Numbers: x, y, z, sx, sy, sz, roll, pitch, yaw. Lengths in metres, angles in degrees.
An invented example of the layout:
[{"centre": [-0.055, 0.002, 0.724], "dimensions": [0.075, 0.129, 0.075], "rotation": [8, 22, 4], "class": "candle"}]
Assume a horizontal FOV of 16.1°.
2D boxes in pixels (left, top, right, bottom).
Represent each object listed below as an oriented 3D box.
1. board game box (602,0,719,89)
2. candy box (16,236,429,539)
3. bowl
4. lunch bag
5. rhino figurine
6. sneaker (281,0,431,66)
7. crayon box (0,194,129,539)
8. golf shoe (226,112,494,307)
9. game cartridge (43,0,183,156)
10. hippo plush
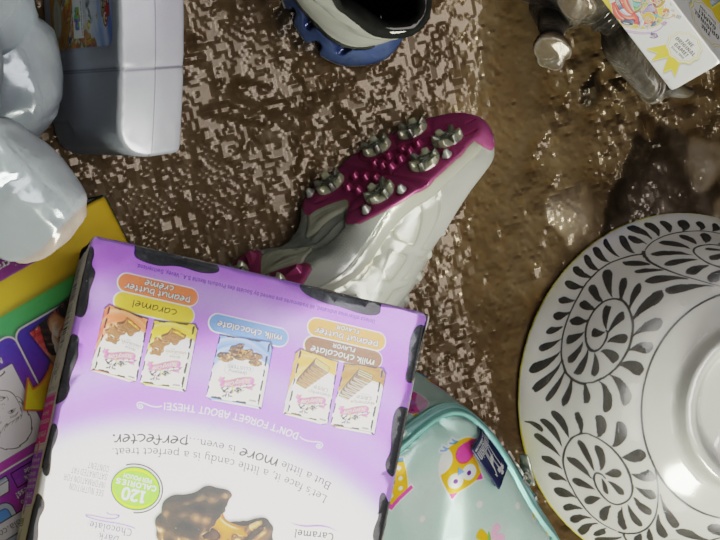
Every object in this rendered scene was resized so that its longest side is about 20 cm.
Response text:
[{"centre": [0.132, -0.210, 1.338], "dimensions": [0.200, 0.034, 0.135], "rotation": [50, 36, -17], "class": "board game box"}, {"centre": [-0.072, 0.102, 1.209], "dimensions": [0.166, 0.072, 0.202], "rotation": [14, 81, -11], "class": "candy box"}, {"centre": [0.194, 0.070, 1.390], "dimensions": [0.199, 0.094, 0.203], "rotation": [-1, 93, -20], "class": "bowl"}, {"centre": [0.010, 0.163, 1.322], "dimensions": [0.200, 0.077, 0.161], "rotation": [-41, 119, -13], "class": "lunch bag"}, {"centre": [0.108, -0.153, 1.352], "dimensions": [0.199, 0.088, 0.060], "rotation": [35, 125, -20], "class": "rhino figurine"}, {"centre": [-0.027, -0.187, 1.277], "dimensions": [0.199, 0.115, 0.081], "rotation": [46, 77, -17], "class": "sneaker"}, {"centre": [-0.177, 0.086, 1.250], "dimensions": [0.199, 0.058, 0.174], "rotation": [-30, 101, -24], "class": "crayon box"}, {"centre": [0.000, 0.000, 1.331], "dimensions": [0.200, 0.075, 0.092], "rotation": [-41, 121, -12], "class": "golf shoe"}, {"centre": [-0.122, -0.156, 1.232], "dimensions": [0.041, 0.133, 0.202], "rotation": [-4, 94, -18], "class": "game cartridge"}, {"centre": [-0.217, -0.093, 1.196], "dimensions": [0.158, 0.161, 0.201], "rotation": [-16, 121, 10], "class": "hippo plush"}]
